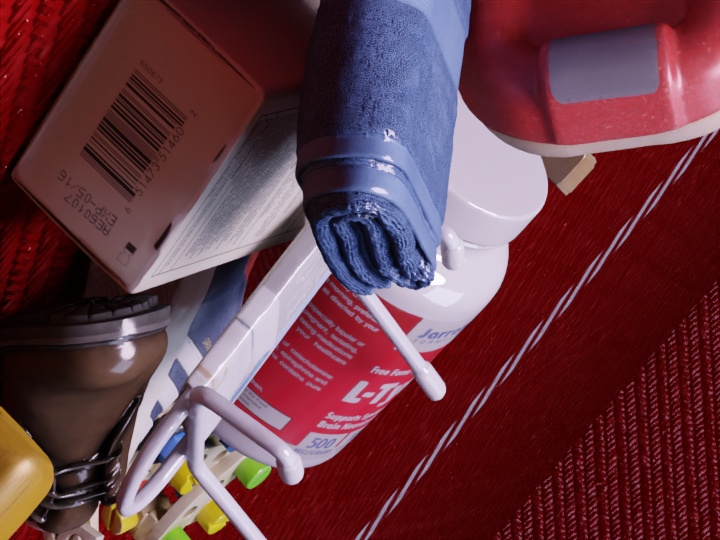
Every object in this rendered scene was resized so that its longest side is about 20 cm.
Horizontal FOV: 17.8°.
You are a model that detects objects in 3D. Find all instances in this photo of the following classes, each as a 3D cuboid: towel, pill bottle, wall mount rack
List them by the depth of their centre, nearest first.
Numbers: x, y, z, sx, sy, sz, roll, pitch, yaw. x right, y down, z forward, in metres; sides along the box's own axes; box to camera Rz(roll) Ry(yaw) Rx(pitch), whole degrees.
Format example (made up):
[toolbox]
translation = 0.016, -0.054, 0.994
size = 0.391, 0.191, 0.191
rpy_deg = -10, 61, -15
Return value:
[towel]
translation = 0.010, -0.100, 0.845
size = 0.112, 0.048, 0.202
rpy_deg = 62, 34, -70
[wall mount rack]
translation = -0.018, 0.049, 0.977
size = 0.200, 0.074, 0.174
rpy_deg = -52, 169, -20
[pill bottle]
translation = 0.000, 0.000, 1.124
size = 0.200, 0.112, 0.112
rpy_deg = -47, 170, 37

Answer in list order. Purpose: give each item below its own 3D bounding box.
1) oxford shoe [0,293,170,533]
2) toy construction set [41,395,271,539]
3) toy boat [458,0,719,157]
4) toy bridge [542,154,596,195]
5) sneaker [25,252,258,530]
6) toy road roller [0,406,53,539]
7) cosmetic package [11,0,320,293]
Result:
[oxford shoe]
translation = -0.111, 0.058, 0.922
size = 0.072, 0.085, 0.200
rpy_deg = -7, 168, -16
[toy construction set]
translation = -0.117, 0.110, 1.193
size = 0.131, 0.092, 0.200
rpy_deg = -48, 176, 21
[toy boat]
translation = 0.093, -0.153, 0.921
size = 0.131, 0.129, 0.201
rpy_deg = 65, 21, -53
[toy bridge]
translation = 0.056, -0.098, 1.170
size = 0.027, 0.067, 0.200
rpy_deg = -48, 148, 6
[sneaker]
translation = -0.096, 0.038, 1.046
size = 0.084, 0.075, 0.201
rpy_deg = -14, 145, -52
[toy road roller]
translation = -0.164, 0.052, 0.716
size = 0.123, 0.146, 0.200
rpy_deg = -46, 167, -6
[cosmetic package]
translation = -0.041, -0.066, 0.939
size = 0.104, 0.073, 0.200
rpy_deg = -53, 167, 23
